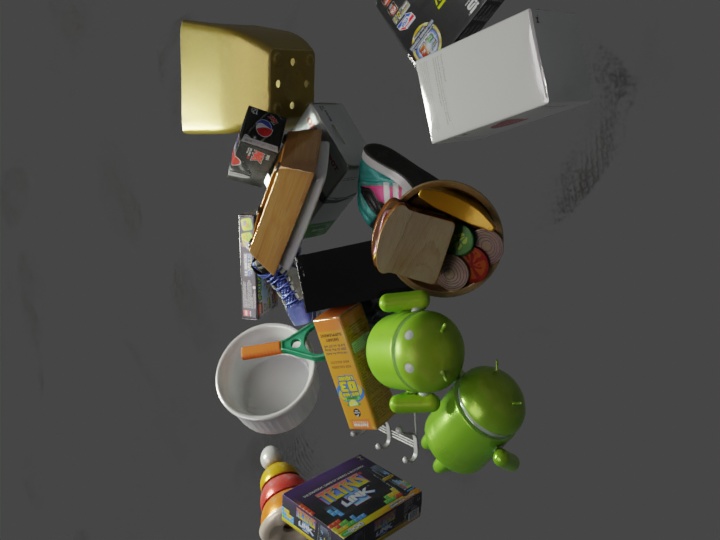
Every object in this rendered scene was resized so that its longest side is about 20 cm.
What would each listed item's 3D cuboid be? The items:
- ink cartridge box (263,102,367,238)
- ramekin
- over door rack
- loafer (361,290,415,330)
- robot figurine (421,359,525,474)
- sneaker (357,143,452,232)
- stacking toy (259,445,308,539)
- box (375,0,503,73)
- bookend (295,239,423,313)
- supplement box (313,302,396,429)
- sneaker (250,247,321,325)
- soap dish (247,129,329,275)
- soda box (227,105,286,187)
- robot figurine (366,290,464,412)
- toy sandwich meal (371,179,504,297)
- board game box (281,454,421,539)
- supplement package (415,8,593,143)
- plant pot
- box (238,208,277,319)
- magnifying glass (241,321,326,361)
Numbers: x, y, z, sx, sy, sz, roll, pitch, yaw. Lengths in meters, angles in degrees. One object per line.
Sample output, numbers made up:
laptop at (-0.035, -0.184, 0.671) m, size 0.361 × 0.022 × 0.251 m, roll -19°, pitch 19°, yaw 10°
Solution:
ink cartridge box at (-0.075, -0.177, 1.371) m, size 0.200 × 0.082 × 0.149 m, roll -47°, pitch 66°, yaw 41°
ramekin at (-0.171, 0.214, 1.479) m, size 0.200 × 0.200 × 0.099 m, roll 40°, pitch 161°, yaw 33°
over door rack at (0.038, 0.224, 1.352) m, size 0.146 × 0.066 × 0.205 m, roll 17°, pitch 111°, yaw 42°
loafer at (0.029, 0.088, 1.329) m, size 0.198 × 0.073 × 0.073 m, roll -8°, pitch 118°, yaw 48°
robot figurine at (0.174, 0.229, 1.174) m, size 0.202 × 0.114 × 0.177 m, roll -57°, pitch 47°, yaw 37°
sneaker at (0.066, -0.102, 1.242) m, size 0.199 × 0.083 × 0.122 m, roll 40°, pitch 132°, yaw 24°
stacking toy at (-0.161, 0.452, 1.597) m, size 0.148 × 0.143 × 0.202 m, roll -64°, pitch 36°, yaw 33°
box at (0.123, -0.413, 1.139) m, size 0.200 × 0.044 × 0.162 m, roll -46°, pitch 65°, yaw 42°
bookend at (0.000, 0.000, 1.308) m, size 0.195 × 0.199 × 0.095 m, roll -12°, pitch 92°, yaw 2°
supplement box at (-0.008, 0.160, 1.274) m, size 0.066 × 0.068 × 0.204 m, roll -10°, pitch 105°, yaw 41°
sneaker at (-0.154, 0.011, 1.462) m, size 0.079 × 0.114 × 0.204 m, roll -21°, pitch 84°, yaw 29°
soap dish at (-0.118, -0.118, 1.260) m, size 0.159 × 0.080 × 0.203 m, roll -88°, pitch 21°, yaw -56°
soda box at (-0.180, -0.207, 1.313) m, size 0.200 × 0.069 × 0.065 m, roll 144°, pitch 140°, yaw -71°
robot figurine at (0.082, 0.122, 1.162) m, size 0.199 × 0.113 × 0.181 m, roll 168°, pitch 99°, yaw -66°
toy sandwich meal at (0.116, -0.041, 1.143) m, size 0.199 × 0.071 × 0.210 m, roll 3°, pitch 113°, yaw 8°
board game box at (-0.014, 0.413, 1.352) m, size 0.163 × 0.197 × 0.058 m, roll 20°, pitch 115°, yaw 41°
supplement package at (0.193, -0.258, 1.044) m, size 0.198 × 0.120 × 0.123 m, roll -11°, pitch 91°, yaw 47°
plant pot at (-0.187, -0.342, 1.388) m, size 0.197 × 0.194 × 0.199 m, roll 14°, pitch 109°, yaw 36°
box at (-0.201, -0.016, 1.520) m, size 0.034 × 0.110 × 0.206 m, roll 3°, pitch 103°, yaw 15°
magnifying glass at (-0.128, 0.140, 1.447) m, size 0.023 × 0.195 × 0.081 m, roll 71°, pitch -170°, yaw -53°
